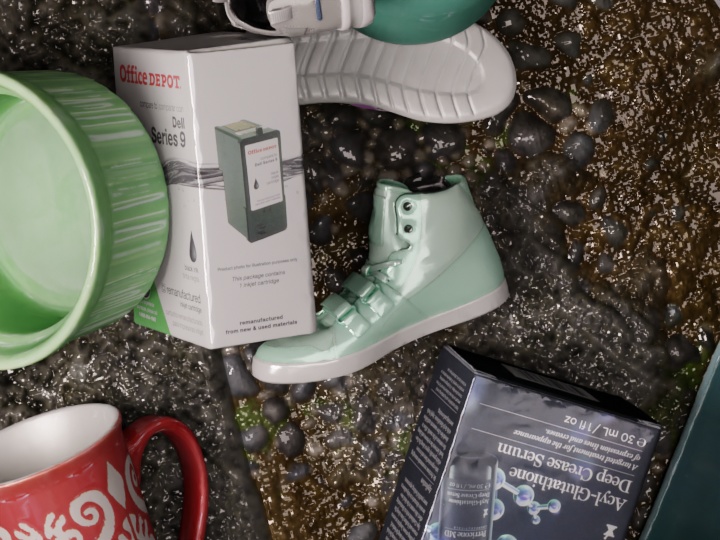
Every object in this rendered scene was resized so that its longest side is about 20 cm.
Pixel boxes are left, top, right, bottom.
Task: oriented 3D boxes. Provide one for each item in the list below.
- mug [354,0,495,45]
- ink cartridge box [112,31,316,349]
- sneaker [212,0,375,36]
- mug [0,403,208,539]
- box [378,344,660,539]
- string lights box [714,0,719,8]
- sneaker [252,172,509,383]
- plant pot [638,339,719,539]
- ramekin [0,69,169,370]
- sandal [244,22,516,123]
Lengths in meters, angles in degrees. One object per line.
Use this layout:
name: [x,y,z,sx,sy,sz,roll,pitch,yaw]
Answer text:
mug: [0.039,-0.257,1.632,0.151,0.114,0.186,4,82,-3]
ink cartridge box: [-0.102,-0.059,1.630,0.084,0.146,0.201,-8,99,-26]
sneaker: [-0.068,-0.199,1.594,0.082,0.200,0.075,-15,107,-24]
mug: [-0.177,0.204,1.673,0.177,0.133,0.201,-20,105,-5]
box: [0.107,0.175,1.730,0.148,0.107,0.201,16,96,-13]
string lights box: [0.371,-0.217,1.744,0.200,0.059,0.103,-36,103,-3]
sneaker: [0.000,0.000,1.700,0.200,0.074,0.119,-23,109,-16]
plant pot: [0.352,0.187,1.741,0.199,0.196,0.197,21,94,-21]
ramekin: [-0.224,-0.041,1.597,0.199,0.098,0.201,7,103,32]
sandal: [0.010,-0.147,1.697,0.202,0.050,0.083,6,82,-1]
